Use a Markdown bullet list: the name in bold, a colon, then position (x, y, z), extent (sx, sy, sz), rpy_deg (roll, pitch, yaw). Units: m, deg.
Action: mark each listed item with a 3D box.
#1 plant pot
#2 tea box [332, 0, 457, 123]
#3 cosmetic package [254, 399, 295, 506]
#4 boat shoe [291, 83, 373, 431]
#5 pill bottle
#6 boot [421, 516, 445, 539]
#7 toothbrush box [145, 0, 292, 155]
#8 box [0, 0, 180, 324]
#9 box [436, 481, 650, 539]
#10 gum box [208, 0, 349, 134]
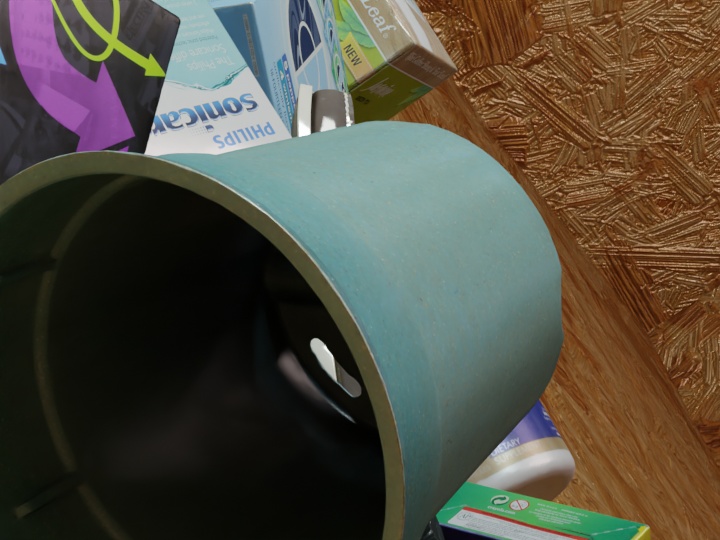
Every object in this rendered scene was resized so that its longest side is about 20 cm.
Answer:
- **plant pot**: position (-0.025, 0.033, 0.694), extent (0.201, 0.200, 0.196), rpy_deg (57, 34, 4)
- **tea box**: position (-0.076, -0.169, 1.205), extent (0.200, 0.196, 0.134), rpy_deg (57, 11, 9)
- **cosmetic package**: position (-0.058, 0.107, 0.804), extent (0.051, 0.082, 0.200), rpy_deg (44, 16, -47)
- **boat shoe**: position (0.000, 0.000, 0.868), extent (0.072, 0.059, 0.201), rpy_deg (87, -3, -65)
- **pill bottle**: position (0.054, 0.083, 1.256), extent (0.200, 0.116, 0.116), rpy_deg (60, 12, 21)
- **boot**: position (0.057, 0.191, 0.835), extent (0.163, 0.073, 0.198), rpy_deg (53, -9, -24)
- **toothbrush box**: position (-0.148, -0.105, 0.855), extent (0.146, 0.085, 0.200), rpy_deg (-22, 75, -46)
- **box**: position (-0.166, -0.078, 0.695), extent (0.200, 0.036, 0.143), rpy_deg (28, 67, -41)
- **box**: position (0.090, 0.213, 0.907), extent (0.048, 0.117, 0.201), rpy_deg (-33, 123, -46)
- **gum box**: position (-0.042, -0.082, 1.009), extent (0.200, 0.044, 0.171), rpy_deg (-66, 146, -70)
